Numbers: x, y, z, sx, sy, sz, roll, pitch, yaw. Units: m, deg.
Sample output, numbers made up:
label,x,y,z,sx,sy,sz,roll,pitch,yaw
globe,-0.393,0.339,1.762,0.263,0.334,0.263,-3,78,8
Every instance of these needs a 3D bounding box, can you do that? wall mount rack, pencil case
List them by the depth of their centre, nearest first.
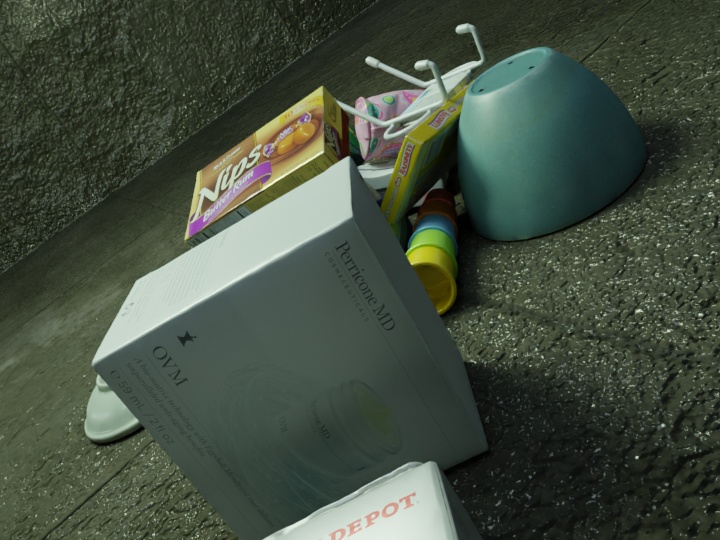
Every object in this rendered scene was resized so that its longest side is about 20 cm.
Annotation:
label,x,y,z,sx,sy,sz,roll,pitch,yaw
wall mount rack,0.056,-0.231,0.820,0.171,0.076,0.200,-9,30,43
pencil case,0.090,-0.199,0.892,0.195,0.090,0.088,-7,22,-9

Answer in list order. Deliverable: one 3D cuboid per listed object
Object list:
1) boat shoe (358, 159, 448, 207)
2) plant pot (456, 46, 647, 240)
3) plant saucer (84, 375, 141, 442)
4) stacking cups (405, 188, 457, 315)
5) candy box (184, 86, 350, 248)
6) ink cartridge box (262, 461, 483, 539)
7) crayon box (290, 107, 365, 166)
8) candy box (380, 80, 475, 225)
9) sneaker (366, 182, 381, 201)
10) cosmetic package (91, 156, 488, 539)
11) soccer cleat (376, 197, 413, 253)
label,x,y,z,sx,sy,sz,roll,pitch,yaw
boat shoe,0.024,-0.109,0.899,0.195,0.075,0.065,-1,21,20
plant pot,0.180,-0.148,0.699,0.197,0.136,0.201,-26,24,13
plant saucer,-0.281,0.127,0.860,0.197,0.051,0.201,-27,24,13
stacking cups,0.078,-0.026,0.708,0.059,0.061,0.201,-22,21,21
candy box,-0.103,-0.103,0.744,0.197,0.056,0.119,-26,44,24
ink cartridge box,0.005,0.208,0.302,0.142,0.085,0.201,-28,25,9
crayon box,-0.097,-0.128,0.944,0.200,0.117,0.059,-44,56,34
candy box,0.085,-0.137,0.751,0.200,0.026,0.103,-46,-17,-48
sneaker,-0.056,-0.097,0.827,0.197,0.099,0.076,26,96,30
cosmetic package,-0.041,0.066,0.487,0.197,0.201,0.124,-29,24,9
soccer cleat,-0.001,0.000,0.706,0.064,0.085,0.201,-11,32,38
